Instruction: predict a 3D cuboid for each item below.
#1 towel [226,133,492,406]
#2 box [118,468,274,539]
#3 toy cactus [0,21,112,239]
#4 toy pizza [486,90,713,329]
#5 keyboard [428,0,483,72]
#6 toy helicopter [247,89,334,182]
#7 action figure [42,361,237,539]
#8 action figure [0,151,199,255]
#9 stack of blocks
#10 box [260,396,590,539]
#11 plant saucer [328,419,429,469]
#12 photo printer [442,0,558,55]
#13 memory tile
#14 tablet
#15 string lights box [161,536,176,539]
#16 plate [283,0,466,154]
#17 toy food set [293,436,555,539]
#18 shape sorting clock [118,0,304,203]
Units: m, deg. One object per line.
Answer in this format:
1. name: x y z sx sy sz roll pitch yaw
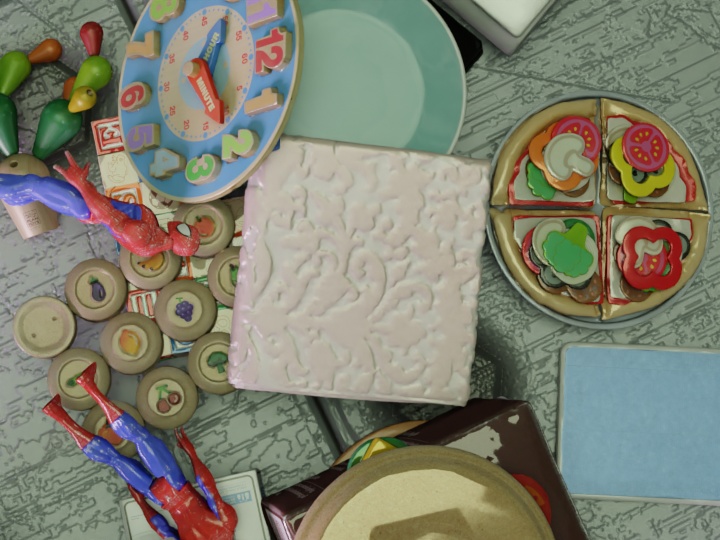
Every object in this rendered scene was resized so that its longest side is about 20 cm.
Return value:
1. towel: 0.000 0.000 1.300 0.191 0.032 0.200 6 97 -5
2. box: -0.115 0.268 1.343 0.116 0.060 0.200 -11 85 -3
3. toy cactus: -0.285 -0.109 1.370 0.200 0.102 0.165 -21 95 -12
4. toy pizza: 0.200 -0.052 1.387 0.200 0.032 0.201 1 84 -11
5. keyboard: -0.001 -0.213 1.419 0.200 0.040 0.104 39 61 3
6. toy helicopter: 0.002 -0.057 1.375 0.200 0.079 0.132 19 84 -4
7. action figure: -0.154 0.159 1.291 0.065 0.052 0.200 -41 97 10
8. action figure: -0.217 -0.054 1.292 0.200 0.065 0.052 23 80 3
9. stack of blocks: -0.142 -0.033 1.373 0.115 0.059 0.200 -12 85 -3
10. box: 0.052 0.209 1.260 0.200 0.166 0.164 -24 90 -9
11. plant saucer: 0.054 0.222 1.368 0.200 0.032 0.201 0 84 -1
12. photo printer: 0.103 -0.304 1.406 0.200 0.069 0.166 41 84 2
13. memory tile: -0.159 0.045 1.327 0.200 0.017 0.153 -33 86 -4
14. tablet: 0.263 0.128 1.393 0.200 0.014 0.130 3 84 -1
15. string lights box: -0.173 0.313 1.279 0.103 0.059 0.200 43 115 23
16. plate: -0.016 -0.141 1.327 0.200 0.026 0.201 0 87 -5
17. toy food set: 0.047 0.216 1.150 0.200 0.049 0.198 31 83 -6
18. shape sorting clock: -0.119 -0.151 1.287 0.200 0.039 0.200 -9 75 36
